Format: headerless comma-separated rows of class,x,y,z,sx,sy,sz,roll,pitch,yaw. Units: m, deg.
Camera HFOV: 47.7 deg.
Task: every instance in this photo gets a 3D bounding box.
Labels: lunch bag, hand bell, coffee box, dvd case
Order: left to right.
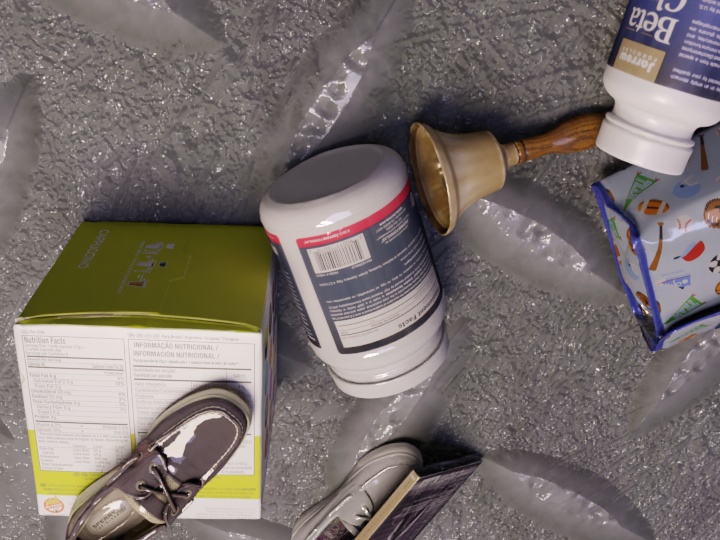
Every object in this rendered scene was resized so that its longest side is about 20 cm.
coffee box,-0.179,0.084,0.754,0.195,0.201,0.202,2,117,-3
dvd case,0.043,0.287,0.921,0.148,0.016,0.201,6,125,-55
hand bell,0.153,-0.113,0.757,0.196,0.104,0.106,-18,117,-9
lunch bag,0.337,-0.017,0.785,0.167,0.125,0.202,-23,129,8

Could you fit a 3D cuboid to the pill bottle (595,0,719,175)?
pill bottle,0.273,-0.191,0.691,0.109,0.111,0.204,12,111,-9

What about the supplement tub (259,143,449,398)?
supplement tub,0.000,0.000,0.757,0.138,0.141,0.203,-17,117,5

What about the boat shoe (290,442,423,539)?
boat shoe,-0.006,0.277,0.934,0.199,0.069,0.072,-37,113,14

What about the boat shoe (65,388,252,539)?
boat shoe,-0.164,0.174,0.651,0.199,0.065,0.072,-38,112,15
